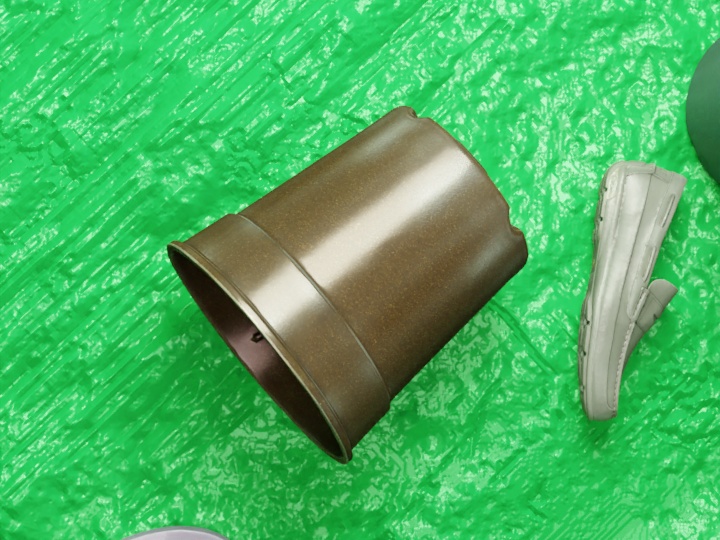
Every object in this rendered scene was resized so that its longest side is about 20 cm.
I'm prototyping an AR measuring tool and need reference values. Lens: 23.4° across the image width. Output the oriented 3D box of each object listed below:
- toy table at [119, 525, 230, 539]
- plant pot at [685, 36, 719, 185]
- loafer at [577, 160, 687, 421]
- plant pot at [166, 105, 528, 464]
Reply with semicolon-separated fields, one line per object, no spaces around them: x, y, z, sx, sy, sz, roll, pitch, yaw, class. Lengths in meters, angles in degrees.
-0.170;0.271;1.261;0.200;0.117;0.184;-44;95;-2;toy table
0.335;-0.122;1.261;0.200;0.196;0.201;0;92;-5;plant pot
0.205;0.017;1.316;0.070;0.070;0.200;9;90;2;loafer
0.000;0.000;1.243;0.198;0.200;0.200;-39;95;-12;plant pot
